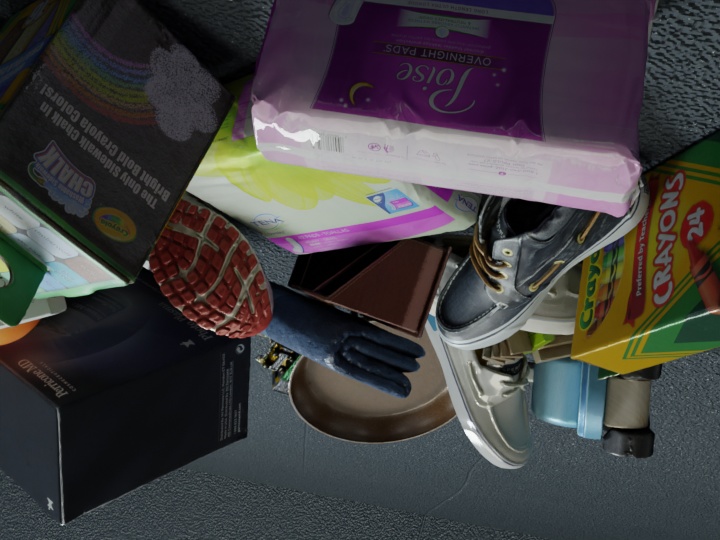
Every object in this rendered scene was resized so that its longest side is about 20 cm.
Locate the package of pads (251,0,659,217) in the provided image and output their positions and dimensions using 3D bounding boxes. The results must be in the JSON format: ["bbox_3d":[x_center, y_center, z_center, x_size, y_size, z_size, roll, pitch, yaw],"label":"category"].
[{"bbox_3d":[0.051,-0.104,0.526,0.199,0.121,0.076,9,160,7],"label":"package of pads"}]

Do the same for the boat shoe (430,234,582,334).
[{"bbox_3d":[0.138,0.002,0.850,0.199,0.072,0.069,8,128,-20],"label":"boat shoe"}]

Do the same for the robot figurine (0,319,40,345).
[{"bbox_3d":[-0.283,-0.026,0.804,0.116,0.201,0.144,30,146,-14],"label":"robot figurine"}]

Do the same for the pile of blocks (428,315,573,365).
[{"bbox_3d":[0.122,0.033,0.919,0.199,0.082,0.062,16,156,-13],"label":"pile of blocks"}]

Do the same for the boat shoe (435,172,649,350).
[{"bbox_3d":[0.102,-0.015,0.718,0.091,0.071,0.200,8,138,-45],"label":"boat shoe"}]

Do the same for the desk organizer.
[{"bbox_3d":[0.000,0.000,0.829,0.077,0.072,0.200,20,178,-12],"label":"desk organizer"}]

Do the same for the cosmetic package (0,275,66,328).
[{"bbox_3d":[-0.304,-0.049,0.697,0.150,0.201,0.052,-15,-177,-2],"label":"cosmetic package"}]

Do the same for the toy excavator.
[{"bbox_3d":[0.197,0.107,1.038,0.199,0.100,0.194,6,-172,12],"label":"toy excavator"}]

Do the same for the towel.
[{"bbox_3d":[-0.043,0.049,0.889,0.111,0.049,0.200,26,177,-40],"label":"towel"}]

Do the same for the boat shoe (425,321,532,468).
[{"bbox_3d":[0.128,0.098,0.984,0.071,0.201,0.070,-25,-176,-42],"label":"boat shoe"}]

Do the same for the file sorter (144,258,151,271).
[{"bbox_3d":[-0.331,0.004,1.039,0.138,0.125,0.200,-1,156,31],"label":"file sorter"}]

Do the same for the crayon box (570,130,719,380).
[{"bbox_3d":[0.208,-0.003,0.704,0.051,0.128,0.200,17,159,-15],"label":"crayon box"}]

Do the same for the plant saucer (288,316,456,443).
[{"bbox_3d":[0.023,0.110,1.068,0.199,0.032,0.201,-3,135,-3],"label":"plant saucer"}]

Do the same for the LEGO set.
[{"bbox_3d":[-0.013,0.079,1.140,0.199,0.116,0.154,15,131,-19],"label":"LEGO set"}]

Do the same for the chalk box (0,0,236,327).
[{"bbox_3d":[-0.193,-0.062,0.631,0.123,0.201,0.124,-7,139,45],"label":"chalk box"}]

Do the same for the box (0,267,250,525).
[{"bbox_3d":[-0.235,0.095,0.910,0.200,0.124,0.198,26,-147,36],"label":"box"}]

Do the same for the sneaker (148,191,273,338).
[{"bbox_3d":[-0.135,-0.032,0.811,0.200,0.078,0.082,51,-169,10],"label":"sneaker"}]

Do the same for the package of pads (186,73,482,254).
[{"bbox_3d":[-0.034,-0.077,0.717,0.154,0.069,0.199,31,154,-36],"label":"package of pads"}]
